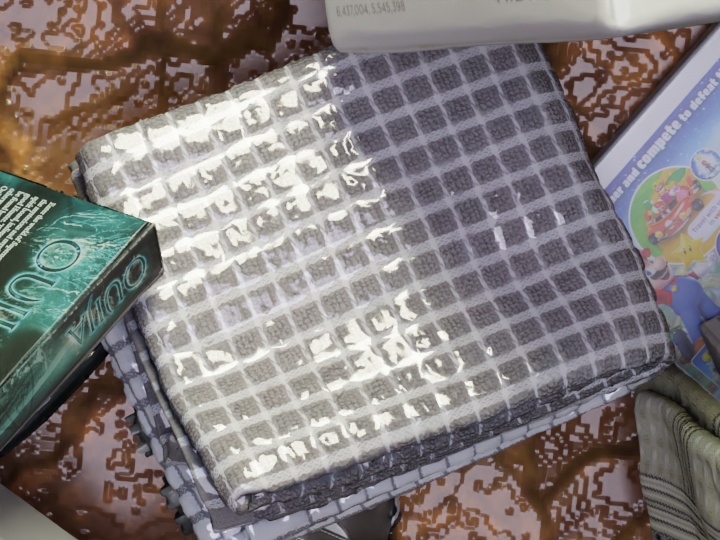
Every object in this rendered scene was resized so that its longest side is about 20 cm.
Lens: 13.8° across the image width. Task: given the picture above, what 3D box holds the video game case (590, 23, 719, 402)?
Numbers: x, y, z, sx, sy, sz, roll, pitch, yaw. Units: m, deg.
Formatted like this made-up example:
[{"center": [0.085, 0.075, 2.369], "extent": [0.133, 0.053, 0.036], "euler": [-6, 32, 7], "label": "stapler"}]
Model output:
[{"center": [0.186, 0.001, 1.200], "extent": [0.200, 0.018, 0.143], "euler": [41, 95, -7], "label": "video game case"}]

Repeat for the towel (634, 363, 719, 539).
[{"center": [0.140, 0.146, 1.123], "extent": [0.035, 0.200, 0.193], "euler": [-11, 104, -6], "label": "towel"}]

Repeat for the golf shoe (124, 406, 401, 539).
[{"center": [-0.011, 0.113, 1.179], "extent": [0.094, 0.078, 0.200], "euler": [-27, 99, 1], "label": "golf shoe"}]

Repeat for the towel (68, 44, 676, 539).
[{"center": [0.000, 0.000, 1.125], "extent": [0.200, 0.086, 0.166], "euler": [-21, 80, -13], "label": "towel"}]

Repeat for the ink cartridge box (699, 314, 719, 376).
[{"center": [0.193, 0.104, 1.104], "extent": [0.045, 0.200, 0.176], "euler": [-26, 97, 2], "label": "ink cartridge box"}]

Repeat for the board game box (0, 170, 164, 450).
[{"center": [-0.179, 0.033, 1.037], "extent": [0.135, 0.200, 0.028], "euler": [19, 138, 26], "label": "board game box"}]

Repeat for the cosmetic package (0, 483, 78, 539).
[{"center": [-0.138, 0.138, 1.148], "extent": [0.083, 0.051, 0.200], "euler": [-42, 123, 9], "label": "cosmetic package"}]

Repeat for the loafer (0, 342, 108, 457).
[{"center": [-0.181, 0.057, 1.170], "extent": [0.200, 0.073, 0.072], "euler": [-35, 93, 1], "label": "loafer"}]

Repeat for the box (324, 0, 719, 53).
[{"center": [0.105, -0.172, 1.021], "extent": [0.199, 0.200, 0.171], "euler": [-11, 98, -28], "label": "box"}]
